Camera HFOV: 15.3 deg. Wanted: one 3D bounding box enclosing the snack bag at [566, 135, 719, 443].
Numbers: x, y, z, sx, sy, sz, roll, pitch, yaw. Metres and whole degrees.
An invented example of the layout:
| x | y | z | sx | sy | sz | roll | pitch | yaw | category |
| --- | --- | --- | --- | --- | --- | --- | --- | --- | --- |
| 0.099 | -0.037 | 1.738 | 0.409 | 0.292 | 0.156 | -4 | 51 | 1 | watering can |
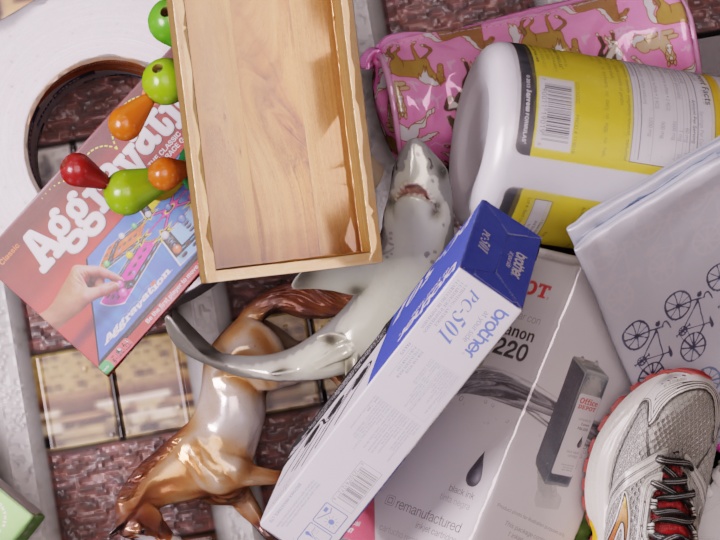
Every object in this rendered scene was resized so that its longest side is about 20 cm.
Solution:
| x | y | z | sx | sy | sz | roll | pitch | yaw | category |
| --- | --- | --- | --- | --- | --- | --- | --- | --- | --- |
| 0.229 | -0.002 | 1.519 | 0.200 | 0.021 | 0.189 | -31 | 125 | -7 | snack bag |

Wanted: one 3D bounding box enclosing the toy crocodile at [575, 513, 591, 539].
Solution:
| x | y | z | sx | sy | sz | roll | pitch | yaw | category |
| --- | --- | --- | --- | --- | --- | --- | --- | --- | --- |
| 0.089 | 0.179 | 1.605 | 0.067 | 0.062 | 0.200 | 27 | 86 | 1 | toy crocodile |

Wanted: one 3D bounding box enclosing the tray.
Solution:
| x | y | z | sx | sy | sz | roll | pitch | yaw | category |
| --- | --- | --- | --- | --- | --- | --- | --- | --- | --- |
| -0.050 | -0.098 | 1.466 | 0.099 | 0.037 | 0.200 | -7 | 92 | -10 | tray |

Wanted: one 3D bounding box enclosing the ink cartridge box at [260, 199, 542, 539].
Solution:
| x | y | z | sx | sy | sz | roll | pitch | yaw | category |
| --- | --- | --- | --- | --- | --- | --- | --- | --- | --- |
| 0.022 | 0.062 | 1.475 | 0.044 | 0.094 | 0.200 | 35 | 117 | -6 | ink cartridge box |

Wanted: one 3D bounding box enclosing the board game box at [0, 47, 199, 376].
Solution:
| x | y | z | sx | sy | sz | roll | pitch | yaw | category |
| --- | --- | --- | --- | --- | --- | --- | --- | --- | --- |
| -0.119 | -0.046 | 1.573 | 0.103 | 0.019 | 0.200 | 41 | 86 | 2 | board game box |

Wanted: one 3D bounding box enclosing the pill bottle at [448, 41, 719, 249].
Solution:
| x | y | z | sx | sy | sz | roll | pitch | yaw | category |
| --- | --- | --- | --- | --- | --- | --- | --- | --- | --- |
| 0.159 | -0.063 | 1.546 | 0.200 | 0.112 | 0.112 | 9 | 86 | -12 | pill bottle |

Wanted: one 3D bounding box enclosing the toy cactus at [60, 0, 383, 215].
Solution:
| x | y | z | sx | sy | sz | roll | pitch | yaw | category |
| --- | --- | --- | --- | --- | --- | --- | --- | --- | --- |
| -0.062 | -0.094 | 1.536 | 0.165 | 0.102 | 0.200 | 39 | 82 | -18 | toy cactus |

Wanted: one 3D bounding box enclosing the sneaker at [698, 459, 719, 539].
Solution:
| x | y | z | sx | sy | sz | roll | pitch | yaw | category |
| --- | --- | --- | --- | --- | --- | --- | --- | --- | --- |
| 0.212 | 0.149 | 1.573 | 0.200 | 0.076 | 0.081 | -18 | 104 | 12 | sneaker |

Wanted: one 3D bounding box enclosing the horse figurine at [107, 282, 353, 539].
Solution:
| x | y | z | sx | sy | sz | roll | pitch | yaw | category |
| --- | --- | --- | --- | --- | --- | --- | --- | --- | --- |
| -0.059 | 0.088 | 1.615 | 0.132 | 0.050 | 0.200 | 20 | 88 | -6 | horse figurine |

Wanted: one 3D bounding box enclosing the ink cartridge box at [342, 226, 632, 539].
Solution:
| x | y | z | sx | sy | sz | roll | pitch | yaw | category |
| --- | --- | --- | --- | --- | --- | --- | --- | --- | --- |
| 0.072 | 0.084 | 1.563 | 0.085 | 0.146 | 0.200 | 29 | 81 | -40 | ink cartridge box |

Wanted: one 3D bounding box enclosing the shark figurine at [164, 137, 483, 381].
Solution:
| x | y | z | sx | sy | sz | roll | pitch | yaw | category |
| --- | --- | --- | --- | --- | --- | --- | --- | --- | --- |
| -0.006 | 0.019 | 1.559 | 0.214 | 0.090 | 0.128 | -34 | 103 | 25 | shark figurine |

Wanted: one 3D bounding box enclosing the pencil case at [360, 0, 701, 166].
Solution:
| x | y | z | sx | sy | sz | roll | pitch | yaw | category |
| --- | --- | --- | --- | --- | --- | --- | --- | --- | --- |
| 0.103 | -0.119 | 1.618 | 0.200 | 0.083 | 0.087 | -15 | 62 | -2 | pencil case |

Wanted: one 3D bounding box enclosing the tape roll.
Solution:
| x | y | z | sx | sy | sz | roll | pitch | yaw | category |
| --- | --- | --- | --- | --- | --- | --- | --- | --- | --- |
| -0.148 | -0.073 | 1.617 | 0.200 | 0.066 | 0.201 | 0 | 86 | -2 | tape roll |

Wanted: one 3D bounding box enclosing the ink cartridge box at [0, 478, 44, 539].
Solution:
| x | y | z | sx | sy | sz | roll | pitch | yaw | category |
| --- | --- | --- | --- | --- | --- | --- | --- | --- | --- |
| -0.296 | 0.189 | 1.592 | 0.117 | 0.067 | 0.200 | 38 | 86 | 1 | ink cartridge box |

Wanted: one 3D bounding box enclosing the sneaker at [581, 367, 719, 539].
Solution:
| x | y | z | sx | sy | sz | roll | pitch | yaw | category |
| --- | --- | --- | --- | --- | --- | --- | --- | --- | --- |
| 0.169 | 0.153 | 1.503 | 0.078 | 0.082 | 0.200 | 11 | 94 | -30 | sneaker |

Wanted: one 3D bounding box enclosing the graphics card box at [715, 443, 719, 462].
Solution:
| x | y | z | sx | sy | sz | roll | pitch | yaw | category |
| --- | --- | --- | --- | --- | --- | --- | --- | --- | --- |
| 0.234 | 0.050 | 1.624 | 0.200 | 0.051 | 0.125 | 41 | 85 | 1 | graphics card box |
